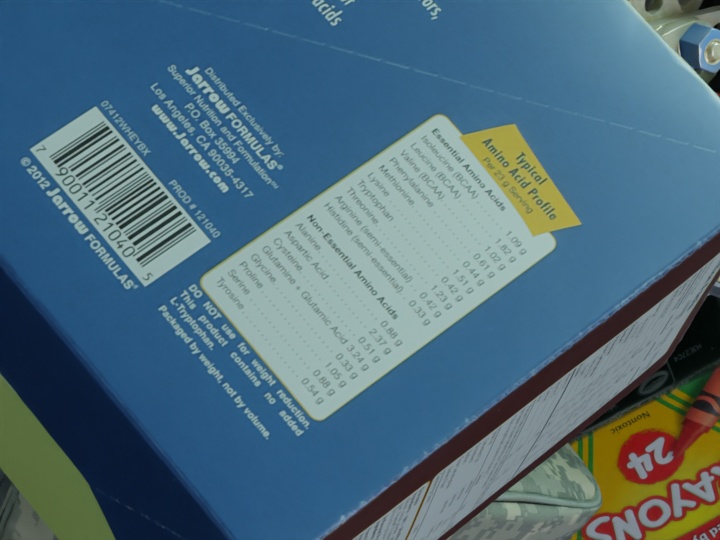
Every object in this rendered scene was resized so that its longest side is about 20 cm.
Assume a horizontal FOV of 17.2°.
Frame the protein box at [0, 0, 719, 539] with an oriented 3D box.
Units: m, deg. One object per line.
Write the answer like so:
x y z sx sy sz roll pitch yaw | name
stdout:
-0.023 -0.017 0.714 0.200 0.199 0.135 -35 165 -24 | protein box

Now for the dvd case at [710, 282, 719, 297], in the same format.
0.229 -0.065 1.026 0.150 0.025 0.200 18 111 -45 | dvd case

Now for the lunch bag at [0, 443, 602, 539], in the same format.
-0.032 0.098 0.877 0.168 0.139 0.200 -50 150 18 | lunch bag

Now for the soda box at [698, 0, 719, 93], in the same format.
0.190 -0.130 1.020 0.063 0.071 0.201 -27 141 -35 | soda box

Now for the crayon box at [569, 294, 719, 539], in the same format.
0.165 0.120 1.147 0.127 0.051 0.200 -29 123 11 | crayon box

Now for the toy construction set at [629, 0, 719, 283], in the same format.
0.139 -0.063 0.925 0.092 0.200 0.132 13 98 -24 | toy construction set

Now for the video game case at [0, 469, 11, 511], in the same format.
-0.139 0.126 0.908 0.200 0.023 0.182 -57 148 7 | video game case
